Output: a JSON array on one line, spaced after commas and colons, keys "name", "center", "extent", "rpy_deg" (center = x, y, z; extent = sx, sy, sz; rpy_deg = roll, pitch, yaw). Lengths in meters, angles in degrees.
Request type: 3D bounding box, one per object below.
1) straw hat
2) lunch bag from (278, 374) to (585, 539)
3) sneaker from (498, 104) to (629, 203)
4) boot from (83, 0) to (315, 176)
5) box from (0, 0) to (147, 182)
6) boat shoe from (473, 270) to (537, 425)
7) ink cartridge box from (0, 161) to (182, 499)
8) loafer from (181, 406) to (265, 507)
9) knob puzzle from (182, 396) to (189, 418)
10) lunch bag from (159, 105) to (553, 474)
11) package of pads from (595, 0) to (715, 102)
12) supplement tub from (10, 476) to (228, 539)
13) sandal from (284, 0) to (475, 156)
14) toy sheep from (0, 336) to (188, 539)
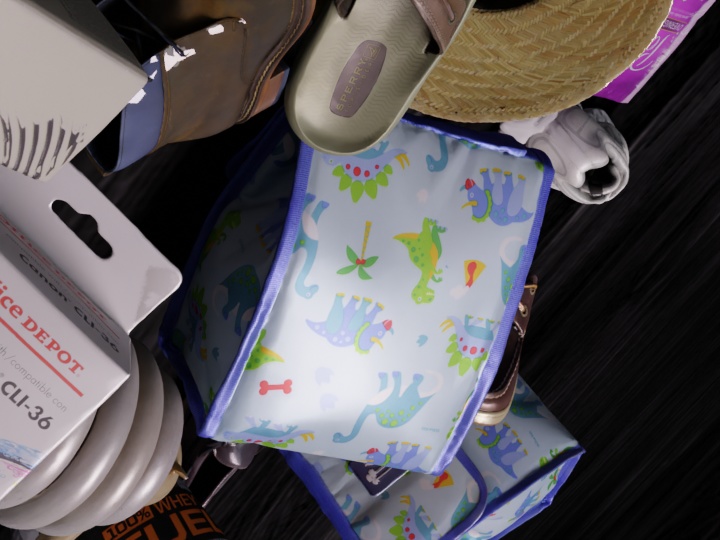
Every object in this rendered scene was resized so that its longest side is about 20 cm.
[{"name": "straw hat", "center": [0.059, -0.180, 0.843], "extent": [0.201, 0.200, 0.085], "rpy_deg": [-55, -164, 33]}, {"name": "lunch bag", "center": [0.049, 0.147, 1.368], "extent": [0.199, 0.170, 0.128], "rpy_deg": [-27, 155, -27]}, {"name": "sneaker", "center": [0.165, -0.080, 1.250], "extent": [0.075, 0.081, 0.200], "rpy_deg": [-47, 160, 11]}, {"name": "boot", "center": [-0.080, -0.113, 0.772], "extent": [0.097, 0.075, 0.200], "rpy_deg": [-35, 160, -23]}, {"name": "box", "center": [-0.166, -0.102, 0.638], "extent": [0.068, 0.082, 0.200], "rpy_deg": [-43, 158, 9]}, {"name": "boat shoe", "center": [0.080, 0.016, 1.111], "extent": [0.200, 0.072, 0.072], "rpy_deg": [-76, -176, -53]}, {"name": "ink cartridge box", "center": [-0.190, 0.041, 0.807], "extent": [0.200, 0.116, 0.068], "rpy_deg": [-44, -164, 5]}, {"name": "loafer", "center": [-0.097, 0.127, 1.174], "extent": [0.200, 0.063, 0.072], "rpy_deg": [-45, 147, 24]}, {"name": "knob puzzle", "center": [-0.019, 0.042, 1.213], "extent": [0.219, 0.031, 0.220], "rpy_deg": [-24, 150, -14]}, {"name": "lunch bag", "center": [0.000, 0.000, 0.977], "extent": [0.169, 0.128, 0.201], "rpy_deg": [11, 119, -30]}, {"name": "package of pads", "center": [0.185, -0.201, 1.053], "extent": [0.200, 0.076, 0.120], "rpy_deg": [-50, 155, 22]}, {"name": "supplement tub", "center": [-0.144, 0.199, 1.098], "extent": [0.122, 0.200, 0.123], "rpy_deg": [-35, 158, -16]}, {"name": "sandal", "center": [0.020, -0.128, 0.795], "extent": [0.057, 0.079, 0.202], "rpy_deg": [-83, -168, -54]}, {"name": "toy sheep", "center": [-0.173, 0.080, 0.921], "extent": [0.138, 0.138, 0.200], "rpy_deg": [-46, 135, 13]}]
